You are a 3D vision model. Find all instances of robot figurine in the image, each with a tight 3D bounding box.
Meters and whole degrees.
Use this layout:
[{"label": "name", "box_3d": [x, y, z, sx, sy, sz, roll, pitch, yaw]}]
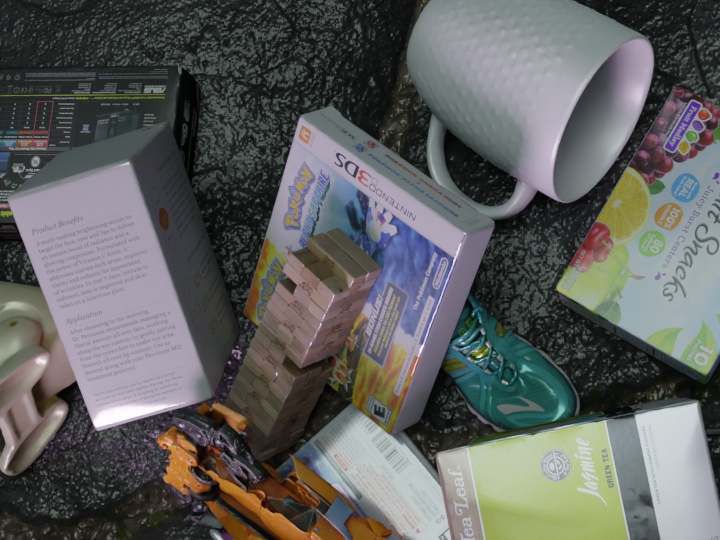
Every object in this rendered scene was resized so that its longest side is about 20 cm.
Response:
[{"label": "robot figurine", "box_3d": [-0.075, 0.182, 1.094, 0.199, 0.146, 0.058, 37, 53, 10]}]

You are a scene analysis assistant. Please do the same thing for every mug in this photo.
[{"label": "mug", "box_3d": [0.122, -0.139, 1.162, 0.174, 0.147, 0.202, 32, 114, 27]}]

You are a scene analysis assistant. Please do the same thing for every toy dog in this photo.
[{"label": "toy dog", "box_3d": [-0.339, 0.043, 1.213, 0.199, 0.140, 0.195, 31, 71, 19]}]

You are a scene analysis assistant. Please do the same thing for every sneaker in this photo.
[{"label": "sneaker", "box_3d": [0.092, 0.064, 1.134, 0.200, 0.080, 0.078, 41, 86, 19]}]

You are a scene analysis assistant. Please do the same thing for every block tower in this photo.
[{"label": "block tower", "box_3d": [-0.052, 0.063, 1.121, 0.058, 0.054, 0.201, 42, 127, 25]}]

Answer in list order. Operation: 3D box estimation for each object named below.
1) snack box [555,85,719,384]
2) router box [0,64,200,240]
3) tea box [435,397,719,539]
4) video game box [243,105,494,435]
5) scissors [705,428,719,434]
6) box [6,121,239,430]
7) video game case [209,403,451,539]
[{"label": "snack box", "box_3d": [0.270, -0.030, 1.133, 0.141, 0.053, 0.201, 29, 83, 17]}, {"label": "router box", "box_3d": [-0.250, -0.105, 1.269, 0.197, 0.062, 0.152, 2, 75, 13]}, {"label": "tea box", "box_3d": [0.170, 0.211, 1.025, 0.194, 0.134, 0.203, -11, 85, 7]}, {"label": "video game box", "box_3d": [0.000, 0.000, 1.122, 0.182, 0.047, 0.202, 38, 125, 29]}, {"label": "scissors", "box_3d": [0.347, 0.124, 1.087, 0.198, 0.073, 0.014, -9, 85, 36]}, {"label": "box", "box_3d": [-0.187, 0.000, 1.136, 0.105, 0.152, 0.202, -15, 105, 9]}, {"label": "video game case", "box_3d": [0.001, 0.232, 1.140, 0.182, 0.024, 0.200, -41, 71, 0]}]
